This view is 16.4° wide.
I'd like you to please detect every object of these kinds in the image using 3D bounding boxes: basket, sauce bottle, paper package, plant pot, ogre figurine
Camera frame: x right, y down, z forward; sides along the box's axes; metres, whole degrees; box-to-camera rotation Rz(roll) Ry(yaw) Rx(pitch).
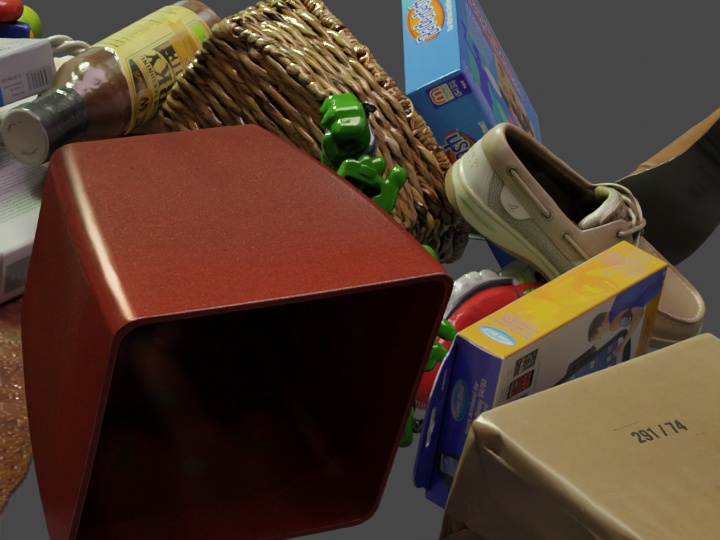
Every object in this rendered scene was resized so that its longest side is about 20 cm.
[{"bbox_3d":[-0.007,-0.092,1.664,0.149,0.143,0.200,-25,71,-44],"label":"basket"},{"bbox_3d":[-0.165,-0.123,1.680,0.064,0.065,0.200,23,36,23],"label":"sauce bottle"},{"bbox_3d":[0.183,0.142,1.413,0.199,0.104,0.190,-16,40,-38],"label":"paper package"},{"bbox_3d":[-0.093,0.029,1.404,0.199,0.200,0.177,-9,46,-28],"label":"plant pot"},{"bbox_3d":[0.000,0.000,1.505,0.098,0.201,0.120,-29,3,-8],"label":"ogre figurine"}]

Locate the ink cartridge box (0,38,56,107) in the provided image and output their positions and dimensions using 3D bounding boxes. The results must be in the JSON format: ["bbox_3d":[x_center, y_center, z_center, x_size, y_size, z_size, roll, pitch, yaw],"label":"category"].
[{"bbox_3d":[-0.306,-0.132,1.722,0.099,0.039,0.199,-25,23,-38],"label":"ink cartridge box"}]

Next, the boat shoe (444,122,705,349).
[{"bbox_3d":[0.149,-0.022,1.601,0.200,0.065,0.072,35,37,-13],"label":"boat shoe"}]

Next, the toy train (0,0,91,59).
[{"bbox_3d":[-0.261,-0.170,1.868,0.199,0.085,0.116,10,16,3],"label":"toy train"}]

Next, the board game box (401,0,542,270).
[{"bbox_3d":[0.080,-0.113,1.727,0.045,0.152,0.200,-24,27,13],"label":"board game box"}]

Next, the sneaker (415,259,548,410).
[{"bbox_3d":[0.104,0.042,1.598,0.085,0.077,0.200,37,41,25],"label":"sneaker"}]

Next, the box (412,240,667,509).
[{"bbox_3d":[0.107,0.069,1.502,0.041,0.120,0.200,27,35,28],"label":"box"}]

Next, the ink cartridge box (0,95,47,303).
[{"bbox_3d":[-0.240,-0.061,1.708,0.176,0.045,0.200,28,35,28],"label":"ink cartridge box"}]

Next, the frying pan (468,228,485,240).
[{"bbox_3d":[0.122,-0.042,1.794,0.189,0.031,0.115,22,33,28],"label":"frying pan"}]

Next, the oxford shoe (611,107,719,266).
[{"bbox_3d":[0.222,-0.055,1.724,0.071,0.200,0.071,53,13,-5],"label":"oxford shoe"}]

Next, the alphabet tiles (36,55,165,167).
[{"bbox_3d":[-0.132,-0.077,1.708,0.195,0.015,0.200,22,38,-8],"label":"alphabet tiles"}]
